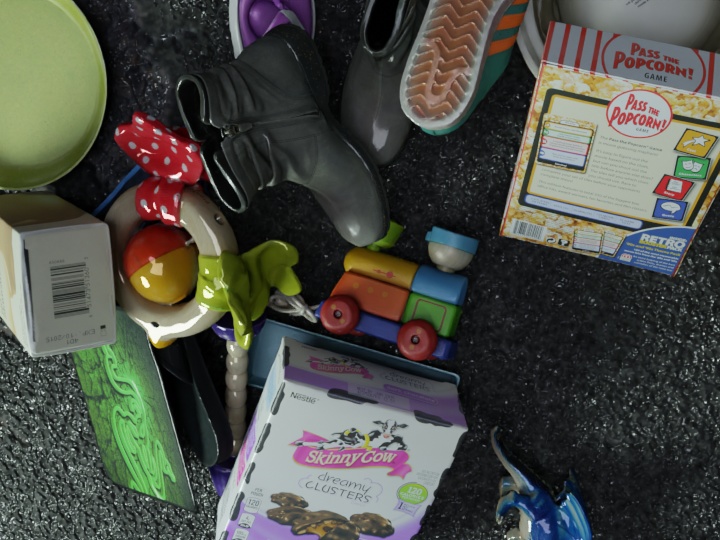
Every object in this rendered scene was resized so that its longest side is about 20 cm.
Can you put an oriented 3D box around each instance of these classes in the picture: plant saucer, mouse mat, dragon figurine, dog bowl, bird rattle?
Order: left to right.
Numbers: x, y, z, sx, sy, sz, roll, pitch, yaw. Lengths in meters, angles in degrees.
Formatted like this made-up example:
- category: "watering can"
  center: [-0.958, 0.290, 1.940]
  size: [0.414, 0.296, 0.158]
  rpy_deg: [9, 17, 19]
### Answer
- category: "plant saucer"
  center: [-0.321, -0.176, 0.863]
  size: [0.199, 0.031, 0.201]
  rpy_deg: [3, 103, 11]
- category: "mouse mat"
  center: [-0.221, 0.124, 0.875]
  size: [0.160, 0.008, 0.201]
  rpy_deg: [2, 110, 45]
- category: "bird rattle"
  center: [-0.149, -0.021, 0.748]
  size: [0.163, 0.113, 0.200]
  rpy_deg: [-33, 98, 26]
- category: "plant saucer"
  center: [-0.011, 0.099, 0.872]
  size: [0.199, 0.019, 0.070]
  rpy_deg: [16, 105, 6]
- category: "dragon figurine"
  center: [0.175, 0.218, 0.841]
  size: [0.099, 0.059, 0.201]
  rpy_deg: [-10, 101, 13]
- category: "dog bowl"
  center: [0.218, -0.215, 0.728]
  size: [0.199, 0.074, 0.201]
  rpy_deg: [3, 103, 11]

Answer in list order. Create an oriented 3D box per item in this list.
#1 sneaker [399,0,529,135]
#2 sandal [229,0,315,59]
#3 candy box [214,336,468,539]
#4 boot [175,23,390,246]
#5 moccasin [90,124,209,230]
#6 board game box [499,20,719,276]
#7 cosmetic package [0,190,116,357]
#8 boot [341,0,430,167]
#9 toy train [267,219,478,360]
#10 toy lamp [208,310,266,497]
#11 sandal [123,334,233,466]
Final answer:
- category: "sneaker"
  center: [0.089, -0.196, 0.695]
  size: [0.071, 0.080, 0.201]
  rpy_deg: [27, 97, 10]
- category: "sandal"
  center: [-0.065, -0.171, 0.788]
  size: [0.050, 0.082, 0.204]
  rpy_deg: [28, 123, 45]
- category: "candy box"
  center: [-0.022, 0.177, 0.828]
  size: [0.167, 0.072, 0.201]
  rpy_deg: [17, 114, -12]
- category: "boot"
  center: [-0.062, -0.080, 0.727]
  size: [0.068, 0.131, 0.201]
  rpy_deg: [-5, 120, 44]
- category: "moccasin"
  center: [-0.177, -0.067, 0.845]
  size: [0.068, 0.081, 0.200]
  rpy_deg: [48, 121, -6]
- category: "board game box"
  center: [0.197, -0.085, 0.714]
  size: [0.151, 0.046, 0.200]
  rpy_deg: [14, 146, 7]
- category: "cosmetic package"
  center: [-0.276, -0.004, 0.808]
  size: [0.071, 0.200, 0.106]
  rpy_deg: [-9, 104, -30]
- category: "boot"
  center: [0.017, -0.176, 0.737]
  size: [0.067, 0.131, 0.201]
  rpy_deg: [17, 105, 7]
- category: "toy train"
  center: [0.000, 0.000, 0.823]
  size: [0.199, 0.085, 0.116]
  rpy_deg: [18, 89, 14]
- category: "toy lamp"
  center: [-0.116, 0.127, 0.864]
  size: [0.058, 0.058, 0.201]
  rpy_deg: [8, 119, 9]
- category: "sandal"
  center: [-0.176, 0.085, 0.844]
  size: [0.201, 0.048, 0.075]
  rpy_deg: [60, 142, 20]
